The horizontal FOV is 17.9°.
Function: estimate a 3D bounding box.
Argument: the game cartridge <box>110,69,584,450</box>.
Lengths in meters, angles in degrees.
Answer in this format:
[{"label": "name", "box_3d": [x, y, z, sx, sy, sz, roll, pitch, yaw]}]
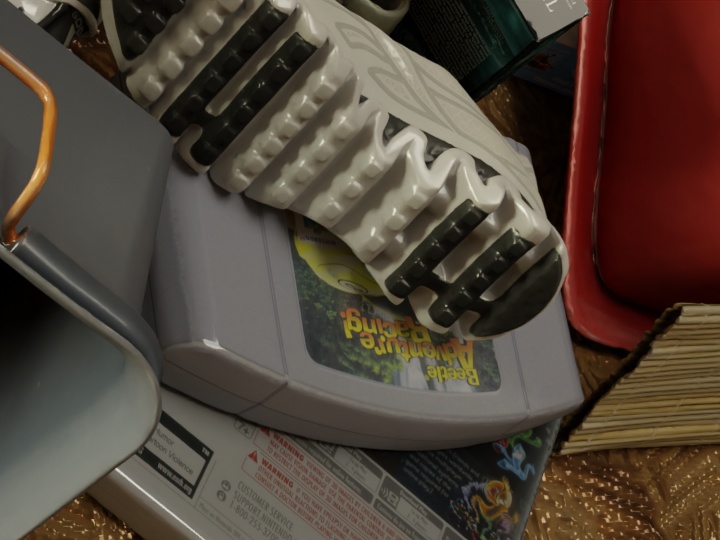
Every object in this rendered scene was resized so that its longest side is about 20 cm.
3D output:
[{"label": "game cartridge", "box_3d": [0.000, 0.000, 0.854, 0.200, 0.041, 0.133, 9, 64, -40]}]

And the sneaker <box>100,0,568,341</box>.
[{"label": "sneaker", "box_3d": [-0.009, -0.058, 0.811, 0.200, 0.075, 0.081, 40, 31, -22]}]

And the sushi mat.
[{"label": "sushi mat", "box_3d": [0.171, 0.046, 0.979, 0.200, 0.096, 0.012, 2, 47, -43]}]

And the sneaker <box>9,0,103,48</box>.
[{"label": "sneaker", "box_3d": [-0.085, -0.107, 0.829, 0.200, 0.076, 0.115, 13, 64, -13]}]

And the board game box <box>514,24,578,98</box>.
[{"label": "board game box", "box_3d": [0.129, -0.142, 1.094, 0.200, 0.037, 0.151, 16, 57, -36]}]

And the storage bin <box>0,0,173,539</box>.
[{"label": "storage bin", "box_3d": [-0.145, -0.035, 0.701, 0.200, 0.146, 0.134, 39, 35, -21]}]

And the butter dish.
[{"label": "butter dish", "box_3d": [0.199, -0.056, 0.998, 0.199, 0.148, 0.200, 11, 81, -37]}]

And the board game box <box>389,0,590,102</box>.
[{"label": "board game box", "box_3d": [0.010, -0.166, 0.924, 0.028, 0.135, 0.200, -29, 89, -18]}]

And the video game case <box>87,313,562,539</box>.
[{"label": "video game case", "box_3d": [-0.017, 0.052, 0.849, 0.200, 0.023, 0.182, 41, 45, -17]}]

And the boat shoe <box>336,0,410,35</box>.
[{"label": "boat shoe", "box_3d": [-0.042, -0.172, 0.927, 0.072, 0.062, 0.200, -31, 89, -49]}]
